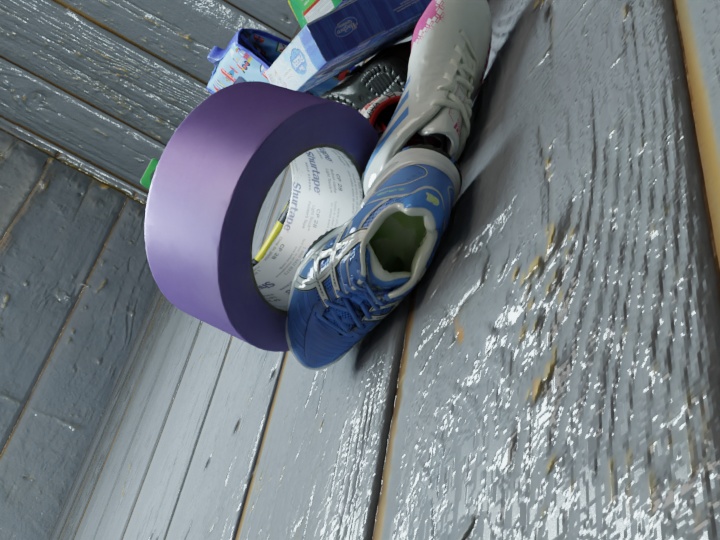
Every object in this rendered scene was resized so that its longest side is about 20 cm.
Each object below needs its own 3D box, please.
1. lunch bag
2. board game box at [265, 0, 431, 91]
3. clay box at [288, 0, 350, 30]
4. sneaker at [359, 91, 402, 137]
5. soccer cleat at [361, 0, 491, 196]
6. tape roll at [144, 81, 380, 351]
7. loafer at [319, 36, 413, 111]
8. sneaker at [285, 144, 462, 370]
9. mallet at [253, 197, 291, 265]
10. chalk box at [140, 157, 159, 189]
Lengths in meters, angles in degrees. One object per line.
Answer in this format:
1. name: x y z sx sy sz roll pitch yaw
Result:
1. lunch bag: -0.104 -0.238 1.375 0.095 0.199 0.150 -66 13 -21
2. board game box: 0.016 -0.245 1.055 0.199 0.044 0.199 -31 7 -14
3. clay box: 0.034 -0.308 1.064 0.199 0.048 0.115 -29 5 -20
4. sneaker: -0.008 -0.073 0.968 0.203 0.067 0.108 -61 10 -6
5. soccer cleat: 0.066 -0.131 0.823 0.086 0.069 0.202 11 79 66
6. tape roll: -0.069 -0.043 0.844 0.085 0.200 0.201 21 82 33
7. loafer: 0.020 -0.186 1.110 0.071 0.073 0.200 -46 14 -24
8. sneaker: 0.000 0.000 0.769 0.201 0.075 0.077 -57 10 28
9. mallet: -0.108 -0.055 1.400 0.201 0.041 0.066 -56 13 11
10. chalk box: -0.349 -0.153 2.156 0.126 0.199 0.124 -66 14 -18
